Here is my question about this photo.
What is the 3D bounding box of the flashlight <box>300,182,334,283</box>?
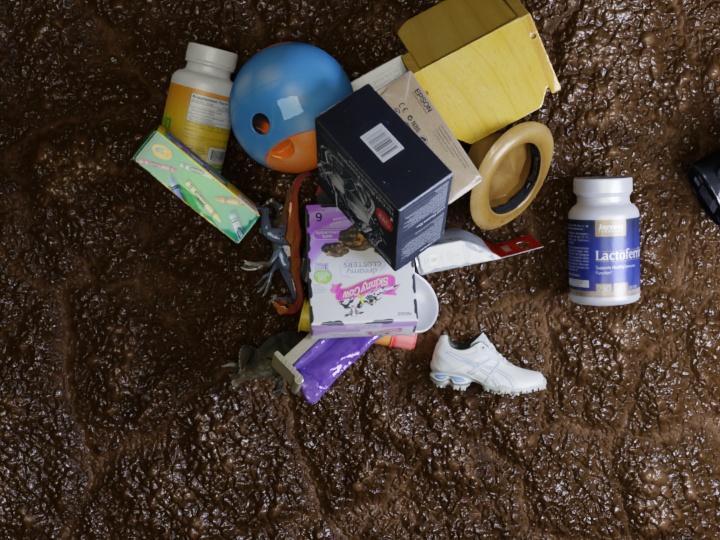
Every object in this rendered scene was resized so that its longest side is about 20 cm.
[{"bbox_3d":[-0.054,-0.076,1.722,0.067,0.068,0.202,14,96,4],"label":"flashlight"}]

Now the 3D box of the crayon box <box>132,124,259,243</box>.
[{"bbox_3d":[-0.248,-0.134,1.587,0.200,0.119,0.058,40,94,-14],"label":"crayon box"}]

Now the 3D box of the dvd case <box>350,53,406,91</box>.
[{"bbox_3d":[0.051,-0.235,1.724,0.142,0.018,0.201,-28,96,4],"label":"dvd case"}]

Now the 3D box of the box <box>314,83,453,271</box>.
[{"bbox_3d":[0.032,-0.134,1.545,0.104,0.183,0.200,-35,67,-16],"label":"box"}]

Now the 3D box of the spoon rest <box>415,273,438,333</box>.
[{"bbox_3d":[0.050,0.022,1.722,0.200,0.061,0.100,40,58,-9],"label":"spoon rest"}]

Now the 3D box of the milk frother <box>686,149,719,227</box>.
[{"bbox_3d":[0.651,-0.124,1.642,0.187,0.181,0.201,-29,93,5],"label":"milk frother"}]

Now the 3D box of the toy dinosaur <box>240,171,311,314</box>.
[{"bbox_3d":[-0.125,-0.030,1.691,0.199,0.105,0.182,-37,80,20],"label":"toy dinosaur"}]

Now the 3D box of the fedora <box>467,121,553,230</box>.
[{"bbox_3d":[0.223,-0.163,1.673,0.082,0.200,0.202,39,98,33],"label":"fedora"}]

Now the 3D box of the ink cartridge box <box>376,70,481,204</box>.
[{"bbox_3d":[0.083,-0.188,1.615,0.075,0.165,0.201,-34,92,-14],"label":"ink cartridge box"}]

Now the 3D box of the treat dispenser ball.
[{"bbox_3d":[-0.107,-0.254,1.633,0.198,0.201,0.204,0,98,1],"label":"treat dispenser ball"}]

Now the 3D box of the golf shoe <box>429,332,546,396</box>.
[{"bbox_3d":[0.217,0.155,1.745,0.197,0.078,0.099,7,92,-1],"label":"golf shoe"}]

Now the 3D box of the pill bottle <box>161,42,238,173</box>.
[{"bbox_3d":[-0.259,-0.258,1.680,0.110,0.111,0.202,14,97,-1],"label":"pill bottle"}]

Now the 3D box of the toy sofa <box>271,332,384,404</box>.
[{"bbox_3d":[-0.042,0.113,1.666,0.200,0.083,0.098,-42,82,-18],"label":"toy sofa"}]

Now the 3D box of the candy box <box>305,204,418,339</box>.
[{"bbox_3d":[0.000,0.000,1.627,0.166,0.072,0.202,-2,68,-4],"label":"candy box"}]

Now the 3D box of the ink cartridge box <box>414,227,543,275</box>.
[{"bbox_3d":[0.182,-0.045,1.674,0.198,0.160,0.048,-13,98,3],"label":"ink cartridge box"}]

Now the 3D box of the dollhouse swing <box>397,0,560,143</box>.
[{"bbox_3d":[0.176,-0.329,1.652,0.198,0.176,0.183,-27,112,4],"label":"dollhouse swing"}]

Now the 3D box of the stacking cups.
[{"bbox_3d":[-0.005,0.098,1.747,0.198,0.061,0.061,14,98,-1],"label":"stacking cups"}]

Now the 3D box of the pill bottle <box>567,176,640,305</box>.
[{"bbox_3d":[0.394,-0.050,1.692,0.114,0.116,0.203,-3,97,2],"label":"pill bottle"}]

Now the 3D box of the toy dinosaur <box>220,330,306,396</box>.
[{"bbox_3d":[-0.130,0.141,1.745,0.199,0.077,0.103,-29,63,-8],"label":"toy dinosaur"}]
